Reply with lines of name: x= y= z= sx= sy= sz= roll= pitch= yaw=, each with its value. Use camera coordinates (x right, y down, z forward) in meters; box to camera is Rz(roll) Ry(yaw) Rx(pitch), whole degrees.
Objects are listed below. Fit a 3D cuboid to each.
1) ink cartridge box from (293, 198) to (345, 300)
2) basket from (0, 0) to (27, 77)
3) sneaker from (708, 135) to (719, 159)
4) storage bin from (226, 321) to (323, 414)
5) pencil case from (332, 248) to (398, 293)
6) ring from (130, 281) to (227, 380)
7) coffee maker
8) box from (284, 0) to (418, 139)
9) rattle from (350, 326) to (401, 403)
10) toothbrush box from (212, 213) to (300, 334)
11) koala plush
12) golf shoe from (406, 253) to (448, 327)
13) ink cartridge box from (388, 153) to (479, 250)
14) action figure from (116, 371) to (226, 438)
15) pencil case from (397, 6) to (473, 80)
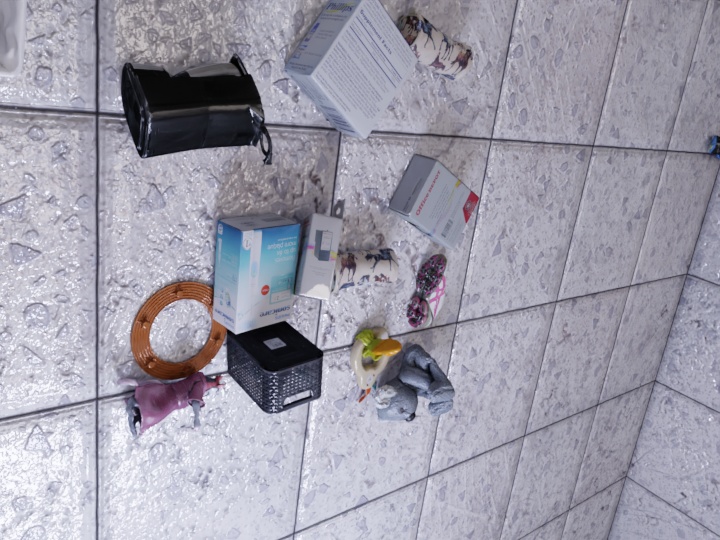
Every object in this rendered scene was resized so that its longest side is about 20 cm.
ink cartridge box: x=-0.086 y=-0.046 z=1.254 sx=0.065 sy=0.117 sz=0.207 roll=11 pitch=85 yaw=-14
basket: x=-0.505 y=-0.363 z=0.780 sx=0.133 sy=0.122 sz=0.206 roll=-1 pitch=109 yaw=-39
sneaker: x=1.423 y=-0.475 z=2.412 sx=0.196 sy=0.082 sz=0.073 roll=11 pitch=101 yaw=-42
storage bin: x=-0.175 y=0.184 z=1.243 sx=0.132 sy=0.198 sz=0.097 roll=-12 pitch=116 yaw=-35
pencil case: x=0.000 y=0.000 z=1.390 sx=0.196 sy=0.079 sz=0.090 roll=-8 pitch=143 yaw=-38
ring: x=-0.345 y=0.120 z=1.197 sx=0.197 sy=0.019 sz=0.206 roll=-17 pitch=118 yaw=-35
coffee maker: x=-0.263 y=-0.253 z=0.989 sx=0.196 sy=0.192 sz=0.138 roll=-16 pitch=135 yaw=-32
box: x=-0.015 y=-0.400 z=1.197 sx=0.202 sy=0.104 sz=0.183 roll=-55 pitch=133 yaw=-6
rattle: x=0.052 y=0.252 z=1.516 sx=0.129 sy=0.140 sz=0.207 roll=-13 pitch=112 yaw=-56
toothbrush box: x=-0.205 y=0.003 z=1.210 sx=0.144 sy=0.084 sz=0.206 roll=-11 pitch=116 yaw=-46
koala plush: x=0.118 y=0.313 z=1.594 sx=0.197 sy=0.186 sz=0.178 roll=-32 pitch=154 yaw=-8
golf shoe: x=0.184 y=0.049 z=1.587 sx=0.091 sy=0.072 sz=0.205 roll=-3 pitch=120 yaw=-45
ink cartridge box: x=0.178 y=-0.163 z=1.478 sx=0.198 sy=0.082 sz=0.149 roll=30 pitch=89 yaw=-44
action figure: x=-0.358 y=0.240 z=1.200 sx=0.196 sy=0.133 sz=0.153 roll=-24 pitch=96 yaw=-29
pencil case: x=0.161 y=-0.482 z=1.331 sx=0.196 sy=0.078 sz=0.091 roll=11 pitch=116 yaw=-42
